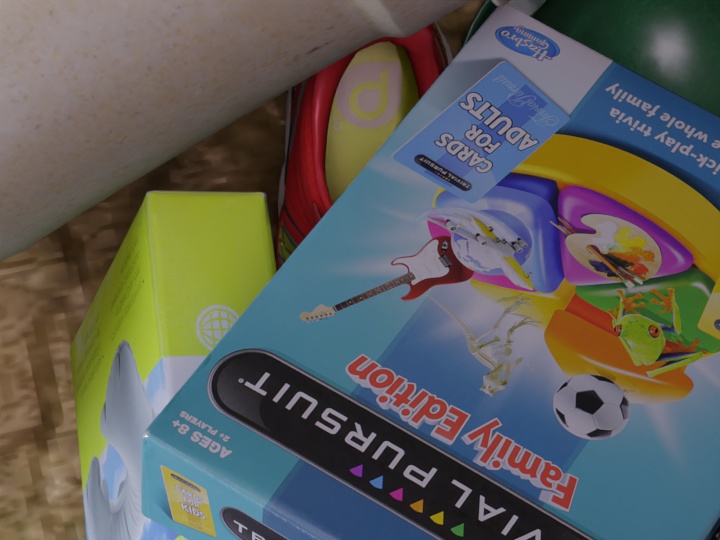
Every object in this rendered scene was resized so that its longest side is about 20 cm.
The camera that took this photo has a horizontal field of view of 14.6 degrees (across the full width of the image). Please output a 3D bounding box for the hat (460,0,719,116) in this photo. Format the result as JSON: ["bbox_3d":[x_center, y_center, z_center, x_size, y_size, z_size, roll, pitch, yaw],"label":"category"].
[{"bbox_3d":[0.114,-0.064,0.925,0.165,0.176,0.200,-33,88,-5],"label":"hat"}]

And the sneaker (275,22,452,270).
[{"bbox_3d":[0.000,0.000,0.959,0.077,0.085,0.201,-3,94,-3],"label":"sneaker"}]

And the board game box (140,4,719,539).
[{"bbox_3d":[0.053,0.028,0.840,0.151,0.047,0.200,29,57,16],"label":"board game box"}]

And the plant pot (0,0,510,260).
[{"bbox_3d":[-0.084,-0.108,0.868,0.183,0.200,0.201,-38,89,4],"label":"plant pot"}]

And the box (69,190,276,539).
[{"bbox_3d":[-0.052,0.090,0.894,0.047,0.122,0.201,1,63,-19],"label":"box"}]
